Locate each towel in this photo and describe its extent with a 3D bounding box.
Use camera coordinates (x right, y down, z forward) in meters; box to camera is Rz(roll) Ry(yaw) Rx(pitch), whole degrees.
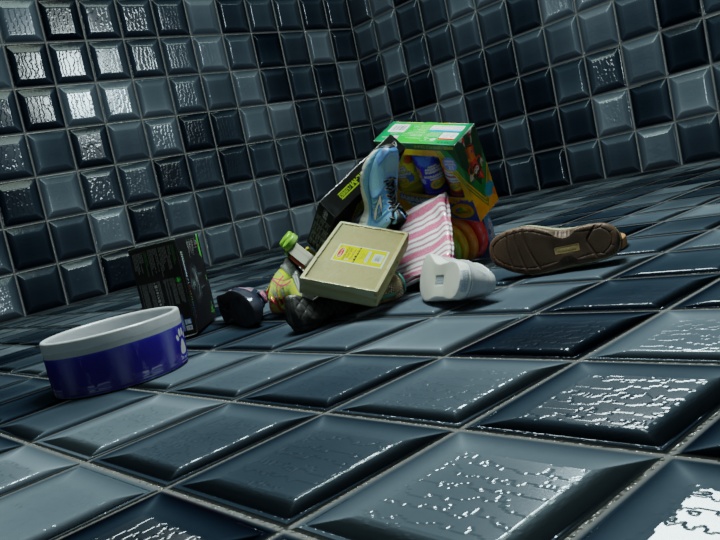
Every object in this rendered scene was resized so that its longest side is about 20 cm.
[{"bbox_3d":[0.094,-0.053,1.363,0.145,0.030,0.202,-24,36,22],"label":"towel"}]

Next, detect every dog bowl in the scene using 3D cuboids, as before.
[{"bbox_3d":[-0.353,0.115,1.120,0.196,0.080,0.200,-13,6,1],"label":"dog bowl"}]

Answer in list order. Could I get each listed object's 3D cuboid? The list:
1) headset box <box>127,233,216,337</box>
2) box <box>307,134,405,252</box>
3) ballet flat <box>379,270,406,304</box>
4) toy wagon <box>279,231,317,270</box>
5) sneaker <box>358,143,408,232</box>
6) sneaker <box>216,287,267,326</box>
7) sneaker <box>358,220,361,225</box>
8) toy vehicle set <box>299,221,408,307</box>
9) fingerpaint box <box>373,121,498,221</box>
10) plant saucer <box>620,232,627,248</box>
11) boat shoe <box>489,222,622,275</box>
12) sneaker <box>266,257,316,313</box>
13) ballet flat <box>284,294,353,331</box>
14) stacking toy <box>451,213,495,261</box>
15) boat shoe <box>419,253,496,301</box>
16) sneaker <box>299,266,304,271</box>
[{"bbox_3d":[-0.347,0.029,1.459,0.091,0.178,0.200,-13,5,1],"label":"headset box"},{"bbox_3d":[-0.012,-0.136,1.432,0.193,0.047,0.200,-48,-4,-21],"label":"box"},{"bbox_3d":[0.000,0.000,1.296,0.065,0.072,0.199,-26,29,-20],"label":"ballet flat"},{"bbox_3d":[-0.080,-0.009,1.411,0.040,0.154,0.200,-52,12,-2],"label":"toy wagon"},{"bbox_3d":[0.051,-0.114,1.323,0.078,0.204,0.089,-17,29,-41],"label":"sneaker"},{"bbox_3d":[-0.198,0.055,1.390,0.081,0.071,0.199,-20,9,-24],"label":"sneaker"},{"bbox_3d":[0.012,-0.060,1.473,0.072,0.088,0.201,9,28,-2],"label":"sneaker"},{"bbox_3d":[-0.005,-0.015,1.224,0.122,0.027,0.201,10,31,14],"label":"toy vehicle set"},{"bbox_3d":[0.140,-0.187,1.450,0.198,0.168,0.073,13,49,43],"label":"fingerpaint box"},{"bbox_3d":[0.347,-0.040,1.308,0.196,0.033,0.200,-13,5,1],"label":"plant saucer"},{"bbox_3d":[0.300,-0.031,1.186,0.199,0.076,0.074,-1,-1,31],"label":"boat shoe"},{"bbox_3d":[-0.120,0.047,1.362,0.090,0.078,0.200,-46,19,-1],"label":"sneaker"},{"bbox_3d":[-0.058,0.047,1.226,0.065,0.058,0.200,-9,7,23],"label":"ballet flat"},{"bbox_3d":[0.159,-0.041,1.459,0.109,0.118,0.199,0,25,45],"label":"stacking toy"},{"bbox_3d":[0.139,0.011,1.126,0.067,0.074,0.200,8,-6,-13],"label":"boat shoe"},{"bbox_3d":[-0.029,0.000,1.517,0.197,0.082,0.086,-17,11,-13],"label":"sneaker"}]
